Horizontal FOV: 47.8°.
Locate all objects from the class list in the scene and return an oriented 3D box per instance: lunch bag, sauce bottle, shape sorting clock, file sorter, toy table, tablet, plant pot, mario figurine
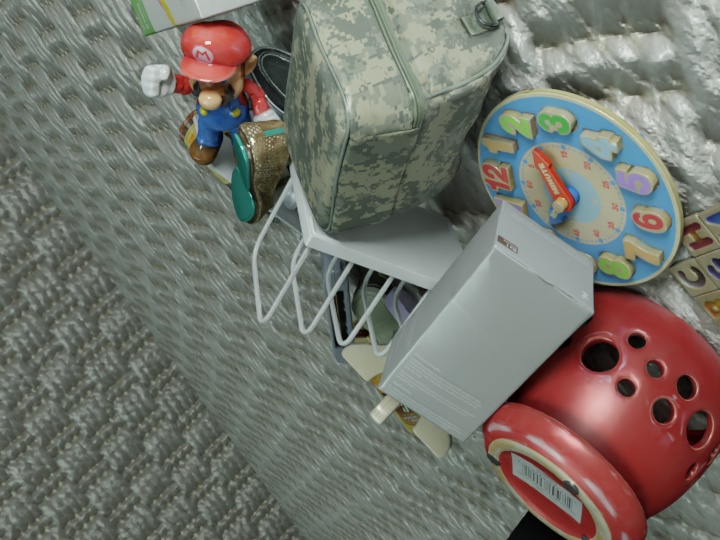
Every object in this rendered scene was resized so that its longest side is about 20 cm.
[{"bbox_3d":[0.030,-0.139,0.698,0.201,0.164,0.142,108,145,-62],"label":"lunch bag"},{"bbox_3d":[-0.178,-0.152,1.182,0.199,0.066,0.066,42,157,9],"label":"sauce bottle"},{"bbox_3d":[0.181,-0.065,0.699,0.199,0.039,0.201,40,157,21],"label":"shape sorting clock"},{"bbox_3d":[0.000,0.000,0.843,0.197,0.126,0.140,18,-148,-25],"label":"file sorter"},{"bbox_3d":[0.078,0.133,1.031,0.200,0.117,0.183,47,-167,20],"label":"toy table"},{"bbox_3d":[-0.135,-0.119,1.060,0.199,0.014,0.131,36,-162,-36],"label":"tablet"},{"bbox_3d":[0.228,0.150,0.778,0.199,0.182,0.202,39,158,19],"label":"plant pot"},{"bbox_3d":[-0.153,-0.170,0.855,0.107,0.122,0.201,53,162,21],"label":"mario figurine"}]

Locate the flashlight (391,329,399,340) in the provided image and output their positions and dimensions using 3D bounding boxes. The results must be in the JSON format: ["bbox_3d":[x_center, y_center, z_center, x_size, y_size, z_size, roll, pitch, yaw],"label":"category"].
[{"bbox_3d":[0.128,0.115,0.923,0.195,0.069,0.068,10,157,3],"label":"flashlight"}]

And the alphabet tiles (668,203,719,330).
[{"bbox_3d":[0.326,0.011,0.603,0.167,0.006,0.200,49,157,-2],"label":"alphabet tiles"}]

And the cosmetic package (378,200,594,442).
[{"bbox_3d":[0.111,0.051,0.736,0.106,0.091,0.201,33,123,-7],"label":"cosmetic package"}]

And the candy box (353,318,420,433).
[{"bbox_3d":[0.061,0.163,1.255,0.201,0.055,0.115,54,158,-11],"label":"candy box"}]

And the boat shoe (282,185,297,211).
[{"bbox_3d":[-0.041,-0.101,0.951,0.066,0.074,0.200,32,-166,-3],"label":"boat shoe"}]

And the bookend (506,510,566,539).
[{"bbox_3d":[0.228,0.280,0.955,0.091,0.200,0.201,13,140,52],"label":"bookend"}]

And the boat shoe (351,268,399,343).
[{"bbox_3d":[0.053,0.085,1.146,0.070,0.061,0.203,-18,124,21],"label":"boat shoe"}]

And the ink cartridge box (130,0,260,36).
[{"bbox_3d":[-0.148,-0.294,0.819,0.198,0.116,0.069,13,126,55],"label":"ink cartridge box"}]

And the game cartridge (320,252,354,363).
[{"bbox_3d":[-0.033,0.017,1.119,0.202,0.041,0.135,85,175,-49],"label":"game cartridge"}]

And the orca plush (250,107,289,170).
[{"bbox_3d":[-0.102,-0.159,1.026,0.070,0.108,0.199,16,-179,-28],"label":"orca plush"}]

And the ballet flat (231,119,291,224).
[{"bbox_3d":[-0.103,-0.103,0.878,0.200,0.064,0.072,132,116,-73],"label":"ballet flat"}]

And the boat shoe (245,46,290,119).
[{"bbox_3d":[-0.046,-0.181,0.878,0.199,0.073,0.068,46,161,7],"label":"boat shoe"}]
